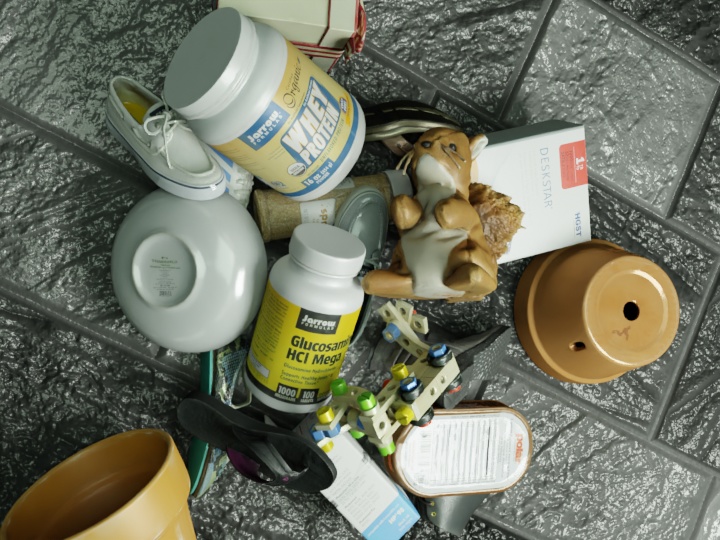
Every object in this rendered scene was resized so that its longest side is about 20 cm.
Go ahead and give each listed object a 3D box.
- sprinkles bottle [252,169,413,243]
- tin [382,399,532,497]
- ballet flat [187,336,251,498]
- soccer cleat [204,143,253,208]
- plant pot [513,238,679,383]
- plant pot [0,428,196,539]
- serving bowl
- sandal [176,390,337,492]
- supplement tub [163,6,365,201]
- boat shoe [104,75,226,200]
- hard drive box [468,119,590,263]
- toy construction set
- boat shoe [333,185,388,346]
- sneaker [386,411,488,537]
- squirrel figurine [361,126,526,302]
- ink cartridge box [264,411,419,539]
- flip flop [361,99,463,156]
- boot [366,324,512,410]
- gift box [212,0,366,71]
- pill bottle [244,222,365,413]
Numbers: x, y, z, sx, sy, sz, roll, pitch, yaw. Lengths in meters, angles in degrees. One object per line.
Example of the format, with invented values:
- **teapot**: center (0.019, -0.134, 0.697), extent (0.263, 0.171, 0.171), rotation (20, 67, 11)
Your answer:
- **sprinkles bottle**: center (-0.034, -0.082, 1.029), extent (0.197, 0.068, 0.069), rotation (-9, 90, -13)
- **tin**: center (0.123, 0.220, 1.000), extent (0.197, 0.042, 0.114), rotation (2, 98, -22)
- **ballet flat**: center (-0.166, 0.175, 0.989), extent (0.073, 0.074, 0.203), rotation (7, 89, -13)
- **soccer cleat**: center (-0.161, -0.105, 0.993), extent (0.085, 0.070, 0.203), rotation (-13, 89, 4)
- **plant pot**: center (0.322, 0.053, 1.071), extent (0.197, 0.140, 0.203), rotation (1, 87, -14)
- **plant pot**: center (-0.263, 0.311, 0.906), extent (0.198, 0.200, 0.185), rotation (-26, 109, -13)
- **serving bowl**: center (-0.210, -0.001, 0.938), extent (0.197, 0.066, 0.203), rotation (1, 95, 17)
- **sandal**: center (-0.122, 0.203, 0.907), extent (0.198, 0.048, 0.076), rotation (21, 125, 11)
- **supplement tub**: center (-0.104, -0.182, 0.911), extent (0.199, 0.144, 0.146), rotation (32, 79, -43)
- **boat shoe**: center (-0.224, -0.165, 0.931), extent (0.074, 0.087, 0.202), rotation (-27, 57, -34)
- **hard drive box**: center (0.190, -0.099, 1.059), extent (0.197, 0.077, 0.158), rotation (-15, 108, -14)
- **toy construction set**: center (0.035, 0.125, 0.918), extent (0.092, 0.130, 0.201), rotation (54, 52, -29)
- **boat shoe**: center (-0.001, 0.000, 0.998), extent (0.069, 0.072, 0.203), rotation (6, 110, -22)
- **sneaker**: center (0.080, 0.253, 1.036), extent (0.199, 0.075, 0.107), rotation (35, 77, -11)
- **squirrel figurine**: center (0.104, -0.063, 0.941), extent (0.199, 0.140, 0.189), rotation (13, 73, -55)
- **ink cartridge box**: center (-0.026, 0.236, 0.990), extent (0.067, 0.116, 0.200), rotation (-43, 98, -5)
- **flip flop**: center (0.038, -0.177, 1.052), extent (0.198, 0.081, 0.058), rotation (-11, 126, -21)
- **boot**: center (0.104, 0.094, 1.044), extent (0.131, 0.199, 0.071), rotation (25, 115, 28)
- **gift box**: center (-0.079, -0.341, 0.966), extent (0.184, 0.200, 0.187), rotation (3, 92, -14)
- **pill bottle**: center (-0.061, 0.053, 0.937), extent (0.111, 0.113, 0.202), rotation (12, 115, -12)
